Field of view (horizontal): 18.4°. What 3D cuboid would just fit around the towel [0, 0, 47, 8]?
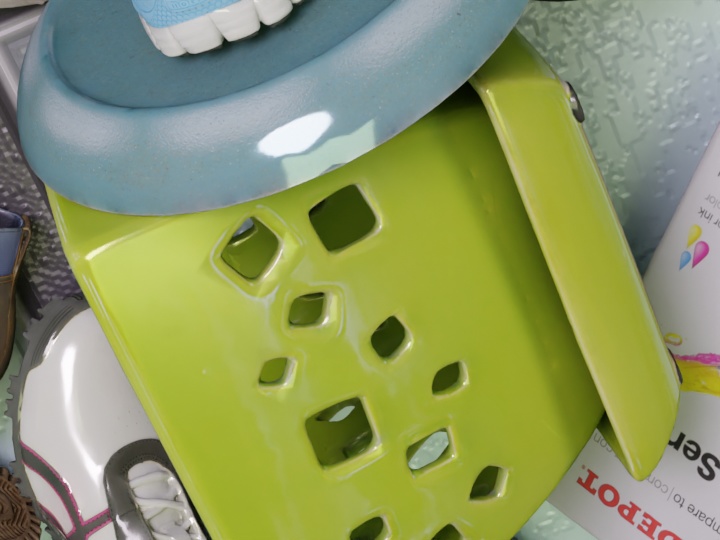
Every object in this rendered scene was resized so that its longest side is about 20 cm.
[{"bbox_3d":[-0.194,-0.142,0.786,0.199,0.035,0.133,3,156,-8],"label":"towel"}]

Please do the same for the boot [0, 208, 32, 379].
[{"bbox_3d":[-0.227,-0.002,0.878,0.199,0.075,0.097,18,103,-26],"label":"boot"}]

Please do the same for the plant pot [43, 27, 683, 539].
[{"bbox_3d":[0.000,0.000,0.837,0.181,0.200,0.200,-25,116,-1],"label":"plant pot"}]

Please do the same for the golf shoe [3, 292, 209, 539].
[{"bbox_3d":[-0.087,0.106,0.910,0.077,0.088,0.201,-17,104,-43],"label":"golf shoe"}]

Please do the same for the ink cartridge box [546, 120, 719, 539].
[{"bbox_3d":[0.182,0.045,0.899,0.084,0.145,0.201,-7,127,-53],"label":"ink cartridge box"}]

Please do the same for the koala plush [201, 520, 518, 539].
[{"bbox_3d":[0.018,0.204,0.930,0.183,0.200,0.178,8,114,-11],"label":"koala plush"}]

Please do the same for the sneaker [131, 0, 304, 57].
[{"bbox_3d":[-0.056,-0.169,0.743,0.078,0.201,0.090,-18,137,12],"label":"sneaker"}]

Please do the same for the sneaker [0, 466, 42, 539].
[{"bbox_3d":[-0.236,0.115,0.890,0.112,0.071,0.200,-39,145,27],"label":"sneaker"}]

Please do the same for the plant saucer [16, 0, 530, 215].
[{"bbox_3d":[-0.034,-0.097,0.760,0.199,0.200,0.027,-25,127,5],"label":"plant saucer"}]
